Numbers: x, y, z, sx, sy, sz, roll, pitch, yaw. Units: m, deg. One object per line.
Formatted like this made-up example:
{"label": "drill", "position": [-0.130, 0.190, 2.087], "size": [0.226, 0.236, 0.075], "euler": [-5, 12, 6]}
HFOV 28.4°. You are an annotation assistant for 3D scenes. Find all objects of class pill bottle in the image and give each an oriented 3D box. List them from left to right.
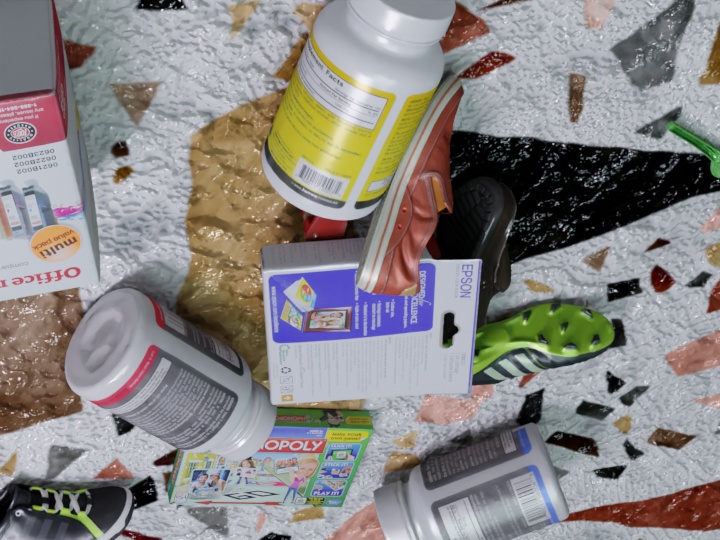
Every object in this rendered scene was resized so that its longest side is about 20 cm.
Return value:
{"label": "pill bottle", "position": [-0.175, 0.108, 1.364], "size": [0.111, 0.111, 0.200], "euler": [-37, 131, 20]}
{"label": "pill bottle", "position": [0.000, -0.148, 1.161], "size": [0.112, 0.113, 0.200], "euler": [9, 131, -23]}
{"label": "pill bottle", "position": [0.122, 0.256, 1.588], "size": [0.199, 0.114, 0.114], "euler": [-21, 135, 6]}

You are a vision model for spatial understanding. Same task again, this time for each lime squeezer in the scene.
{"label": "lime squeezer", "position": [0.364, -0.082, 1.364], "size": [0.200, 0.071, 0.038], "euler": [42, 134, -9]}

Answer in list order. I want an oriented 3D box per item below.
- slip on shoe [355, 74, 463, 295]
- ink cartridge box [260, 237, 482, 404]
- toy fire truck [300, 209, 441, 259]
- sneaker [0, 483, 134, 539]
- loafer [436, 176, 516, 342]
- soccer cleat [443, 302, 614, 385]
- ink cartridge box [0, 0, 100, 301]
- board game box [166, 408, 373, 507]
{"label": "slip on shoe", "position": [0.053, -0.071, 1.229], "size": [0.061, 0.074, 0.201], "euler": [19, 87, -6]}
{"label": "ink cartridge box", "position": [0.009, 0.049, 1.335], "size": [0.199, 0.044, 0.199], "euler": [-2, 137, -3]}
{"label": "toy fire truck", "position": [0.000, 0.000, 1.351], "size": [0.140, 0.049, 0.201], "euler": [3, 134, -17]}
{"label": "sneaker", "position": [-0.338, 0.261, 1.495], "size": [0.199, 0.072, 0.083], "euler": [-17, 127, -6]}
{"label": "loafer", "position": [0.111, -0.013, 1.363], "size": [0.071, 0.073, 0.200], "euler": [-6, 140, -24]}
{"label": "soccer cleat", "position": [0.162, 0.082, 1.474], "size": [0.199, 0.068, 0.081], "euler": [-9, 153, -5]}
{"label": "ink cartridge box", "position": [-0.292, -0.092, 1.113], "size": [0.145, 0.145, 0.201], "euler": [-10, 136, -6]}
{"label": "board game box", "position": [-0.099, 0.203, 1.537], "size": [0.199, 0.029, 0.135], "euler": [4, 133, -19]}
